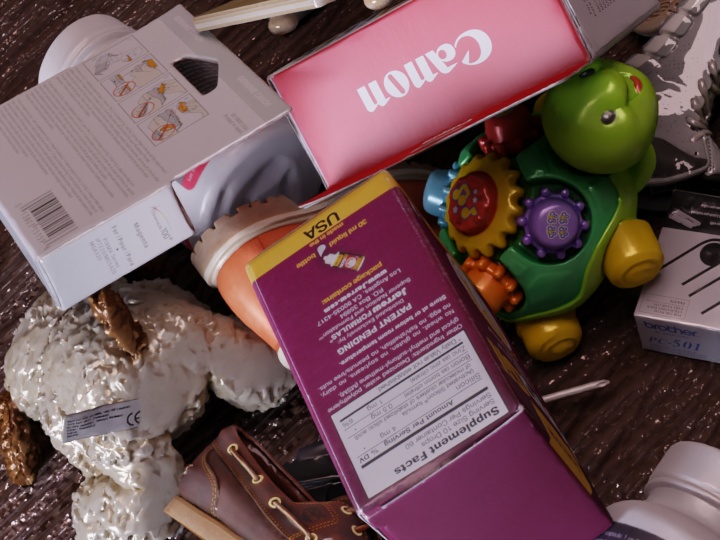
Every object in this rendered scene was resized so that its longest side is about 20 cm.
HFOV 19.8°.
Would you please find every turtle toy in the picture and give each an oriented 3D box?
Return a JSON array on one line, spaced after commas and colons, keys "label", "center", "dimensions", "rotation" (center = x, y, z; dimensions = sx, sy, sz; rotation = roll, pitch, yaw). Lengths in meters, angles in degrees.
[{"label": "turtle toy", "center": [0.113, -0.048, 1.250], "dimensions": [0.200, 0.101, 0.147], "rotation": [-46, 52, 32]}]

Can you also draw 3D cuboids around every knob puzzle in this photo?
[{"label": "knob puzzle", "center": [0.017, -0.184, 1.267], "dimensions": [0.218, 0.031, 0.220], "rotation": [-21, 12, 4]}]

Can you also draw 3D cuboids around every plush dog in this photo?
[{"label": "plush dog", "center": [-0.160, 0.059, 1.293], "dimensions": [0.171, 0.161, 0.200], "rotation": [12, 58, 51]}]

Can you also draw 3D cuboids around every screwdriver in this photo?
[{"label": "screwdriver", "center": [0.055, 0.092, 1.257], "dimensions": [0.198, 0.029, 0.028], "rotation": [-19, 53, 10]}]

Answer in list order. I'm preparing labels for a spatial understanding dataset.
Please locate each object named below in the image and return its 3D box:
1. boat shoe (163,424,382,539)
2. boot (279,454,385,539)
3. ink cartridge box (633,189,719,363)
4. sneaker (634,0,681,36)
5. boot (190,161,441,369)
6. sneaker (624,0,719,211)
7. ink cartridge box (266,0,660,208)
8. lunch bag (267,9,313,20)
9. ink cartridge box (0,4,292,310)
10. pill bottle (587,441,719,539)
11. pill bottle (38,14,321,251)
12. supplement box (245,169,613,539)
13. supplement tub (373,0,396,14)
[{"label": "boat shoe", "center": [-0.025, 0.152, 1.137], "dimensions": [0.199, 0.070, 0.071], "rotation": [32, 80, 34]}, {"label": "boot", "center": [0.019, 0.180, 1.185], "dimensions": [0.196, 0.074, 0.164], "rotation": [-13, 51, 17]}, {"label": "ink cartridge box", "center": [0.273, 0.015, 1.237], "dimensions": [0.198, 0.044, 0.095], "rotation": [10, 62, 23]}, {"label": "sneaker", "center": [0.258, -0.240, 1.411], "dimensions": [0.070, 0.108, 0.201], "rotation": [38, 104, 31]}, {"label": "boot", "center": [0.000, 0.000, 1.289], "dimensions": [0.199, 0.075, 0.107], "rotation": [-21, 61, -38]}, {"label": "sneaker", "center": [0.224, -0.104, 1.325], "dimensions": [0.200, 0.075, 0.116], "rotation": [-41, 59, 0]}, {"label": "ink cartridge box", "center": [0.055, -0.130, 1.230], "dimensions": [0.199, 0.084, 0.175], "rotation": [-25, 8, 31]}, {"label": "lunch bag", "center": [-0.045, -0.298, 1.452], "dimensions": [0.170, 0.201, 0.122], "rotation": [-38, 54, -12]}, {"label": "ink cartridge box", "center": [-0.145, -0.076, 1.267], "dimensions": [0.173, 0.044, 0.200], "rotation": [-30, 35, -10]}, {"label": "pill bottle", "center": [0.152, 0.196, 1.109], "dimensions": [0.111, 0.112, 0.201], "rotation": [24, 67, 29]}, {"label": "pill bottle", "center": [-0.128, -0.094, 1.392], "dimensions": [0.111, 0.111, 0.200], "rotation": [-44, 56, -15]}, {"label": "supplement box", "center": [0.034, 0.065, 1.123], "dimensions": [0.103, 0.131, 0.201], "rotation": [-33, 47, 6]}, {"label": "supplement tub", "center": [0.086, -0.226, 1.411], "dimensions": [0.121, 0.123, 0.201], "rotation": [3, 58, 19]}]
